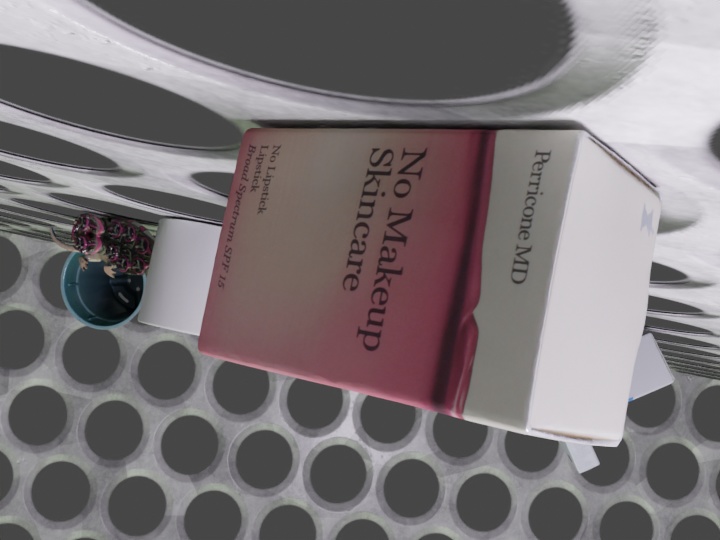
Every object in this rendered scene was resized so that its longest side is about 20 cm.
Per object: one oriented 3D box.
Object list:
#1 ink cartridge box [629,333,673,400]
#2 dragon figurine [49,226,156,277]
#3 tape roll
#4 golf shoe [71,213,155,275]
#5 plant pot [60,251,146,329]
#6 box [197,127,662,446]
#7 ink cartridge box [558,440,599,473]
[{"bbox_3d":[0.394,0.166,1.361,0.145,0.084,0.200,-25,173,2],"label":"ink cartridge box"},{"bbox_3d":[-0.408,-0.037,1.390,0.199,0.059,0.099,11,-158,23],"label":"dragon figurine"},{"bbox_3d":[-0.184,0.019,1.132,0.202,0.140,0.203,11,175,1],"label":"tape roll"},{"bbox_3d":[-0.340,-0.042,1.254,0.199,0.073,0.092,20,-169,39],"label":"golf shoe"},{"bbox_3d":[-0.547,0.026,1.945,0.199,0.201,0.196,11,-176,8],"label":"plant pot"},{"bbox_3d":[0.031,0.003,0.430,0.199,0.129,0.109,7,173,38],"label":"box"},{"bbox_3d":[0.285,0.179,1.304,0.040,0.201,0.200,-26,-150,2],"label":"ink cartridge box"}]
